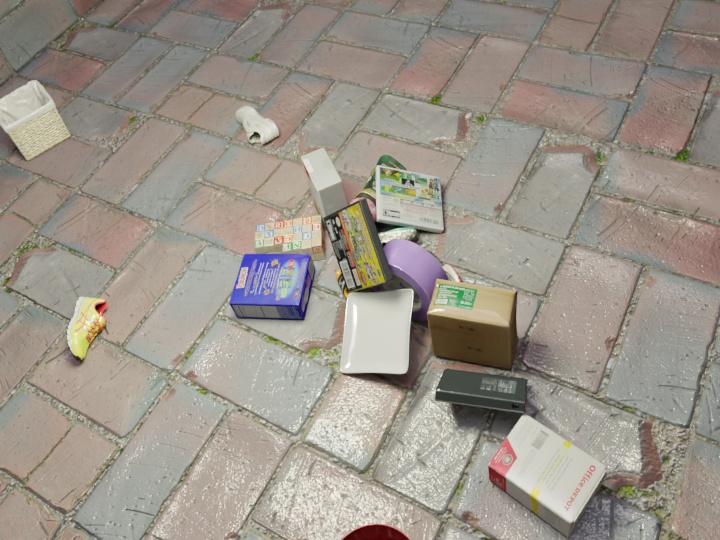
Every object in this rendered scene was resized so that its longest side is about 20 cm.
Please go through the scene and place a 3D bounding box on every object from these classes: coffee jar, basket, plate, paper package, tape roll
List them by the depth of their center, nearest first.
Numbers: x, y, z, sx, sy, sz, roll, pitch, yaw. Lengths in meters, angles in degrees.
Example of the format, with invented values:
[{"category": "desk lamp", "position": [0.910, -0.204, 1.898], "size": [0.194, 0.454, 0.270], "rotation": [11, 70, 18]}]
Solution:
[{"category": "paper package", "position": [0.266, 0.125, 1.590], "size": [0.195, 0.193, 0.105], "rotation": [8, 53, 19]}, {"category": "plate", "position": [0.044, 0.152, 1.658], "size": [0.195, 0.032, 0.206], "rotation": [-5, 71, 33]}, {"category": "tape roll", "position": [0.118, 0.025, 1.694], "size": [0.197, 0.202, 0.085], "rotation": [25, 60, 28]}, {"category": "coffee jar", "position": [0.056, -0.232, 1.973], "size": [0.103, 0.085, 0.203], "rotation": [34, 59, -9]}, {"category": "basket", "position": [-1.184, -0.541, 2.444], "size": [0.198, 0.163, 0.198], "rotation": [-37, 54, -17]}]

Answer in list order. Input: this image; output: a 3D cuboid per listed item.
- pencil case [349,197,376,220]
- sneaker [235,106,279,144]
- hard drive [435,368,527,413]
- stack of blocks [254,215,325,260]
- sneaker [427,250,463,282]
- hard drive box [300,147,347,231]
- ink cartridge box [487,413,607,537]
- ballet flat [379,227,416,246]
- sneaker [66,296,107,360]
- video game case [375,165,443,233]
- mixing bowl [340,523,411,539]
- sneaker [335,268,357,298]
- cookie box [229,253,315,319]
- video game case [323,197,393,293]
[{"category": "pencil case", "position": [-0.006, -0.127, 1.816], "size": [0.084, 0.085, 0.201], "rotation": [4, 25, 7]}, {"category": "sneaker", "position": [-0.366, -0.486, 2.281], "size": [0.198, 0.076, 0.100], "rotation": [31, 62, 31]}, {"category": "hard drive", "position": [0.274, 0.268, 1.528], "size": [0.194, 0.034, 0.139], "rotation": [6, 13, 16]}, {"category": "stack of blocks", "position": [-0.201, -0.082, 1.938], "size": [0.194, 0.059, 0.117], "rotation": [-8, 51, 6]}, {"category": "sneaker", "position": [0.206, 0.024, 1.756], "size": [0.074, 0.081, 0.199], "rotation": [-41, 37, -8]}, {"category": "hard drive box", "position": [-0.093, -0.216, 1.929], "size": [0.075, 0.202, 0.158], "rotation": [-21, 50, -7]}, {"category": "ink cartridge box", "position": [0.383, 0.420, 1.401], "size": [0.198, 0.084, 0.145], "rotation": [31, 63, 31]}, {"category": "ballet flat", "position": [0.062, -0.074, 1.883], "size": [0.194, 0.073, 0.073], "rotation": [-6, 50, 10]}, {"category": "sneaker", "position": [-0.743, 0.152, 1.859], "size": [0.088, 0.079, 0.204], "rotation": [-4, 53, -1]}, {"category": "video game case", "position": [0.138, -0.202, 1.917], "size": [0.194, 0.022, 0.187], "rotation": [9, 59, -14]}, {"category": "mixing bowl", "position": [0.034, 0.611, 1.309], "size": [0.194, 0.110, 0.204], "rotation": [-6, 50, 8]}, {"category": "sneaker", "position": [0.000, 0.000, 1.765], "size": [0.076, 0.201, 0.079], "rotation": [0, 57, -26]}, {"category": "cookie box", "position": [-0.236, 0.041, 1.837], "size": [0.194, 0.076, 0.174], "rotation": [1, 53, 12]}, {"category": "video game case", "position": [-0.009, -0.056, 1.666], "size": [0.025, 0.179, 0.205], "rotation": [-19, 91, -34]}]
